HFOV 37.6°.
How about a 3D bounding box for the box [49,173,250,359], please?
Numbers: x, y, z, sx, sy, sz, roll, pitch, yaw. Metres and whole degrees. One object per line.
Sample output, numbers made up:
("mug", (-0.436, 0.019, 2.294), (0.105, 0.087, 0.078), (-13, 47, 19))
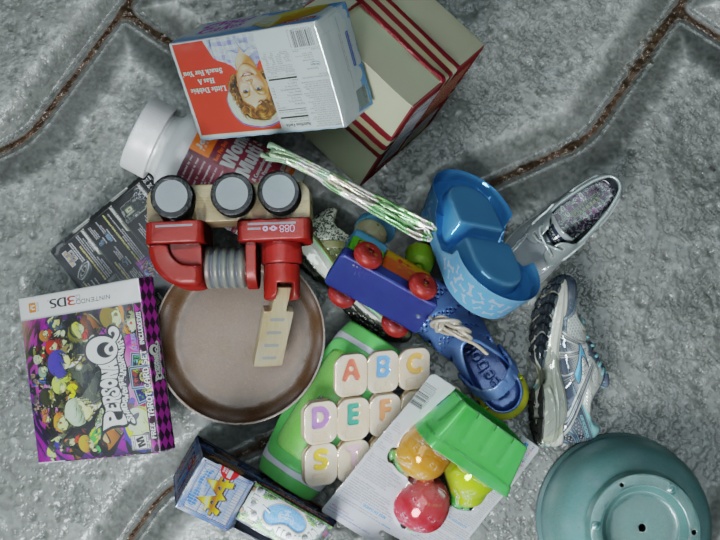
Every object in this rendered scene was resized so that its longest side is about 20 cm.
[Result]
("box", (-0.251, 0.004, 1.283), (0.160, 0.044, 0.200), (-40, 83, -3))

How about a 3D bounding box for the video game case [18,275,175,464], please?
("video game case", (-0.309, 0.118, 1.233), (0.180, 0.036, 0.202), (-8, 88, 25))

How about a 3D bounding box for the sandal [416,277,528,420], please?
("sandal", (0.125, 0.085, 1.237), (0.079, 0.087, 0.200), (-43, 79, -1))

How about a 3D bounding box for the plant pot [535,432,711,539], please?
("plant pot", (0.302, 0.283, 1.180), (0.198, 0.134, 0.202), (0, 82, 3))

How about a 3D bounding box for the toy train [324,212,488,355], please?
("toy train", (0.066, 0.015, 1.214), (0.199, 0.085, 0.116), (29, 40, -7))

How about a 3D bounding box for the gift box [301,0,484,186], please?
("gift box", (-0.005, -0.227, 1.225), (0.187, 0.200, 0.184), (44, 48, 3))

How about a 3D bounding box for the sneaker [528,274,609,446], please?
("sneaker", (0.247, 0.106, 1.246), (0.086, 0.078, 0.202), (4, 89, -10))

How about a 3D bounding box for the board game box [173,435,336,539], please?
("board game box", (-0.127, 0.255, 1.165), (0.199, 0.200, 0.062), (28, 83, 6))

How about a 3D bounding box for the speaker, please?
("speaker", (-0.035, 0.162, 1.234), (0.088, 0.088, 0.201), (32, 84, 6))

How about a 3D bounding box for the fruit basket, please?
("fruit basket", (0.081, 0.233, 1.202), (0.185, 0.094, 0.200), (35, 101, -25))

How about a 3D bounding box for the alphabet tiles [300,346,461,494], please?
("alphabet tiles", (0.027, 0.188, 1.211), (0.198, 0.015, 0.197), (-3, 100, -23))

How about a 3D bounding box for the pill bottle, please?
("pill bottle", (-0.173, -0.118, 1.247), (0.199, 0.110, 0.110), (27, 84, -7))

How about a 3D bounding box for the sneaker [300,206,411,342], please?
("sneaker", (0.000, 0.000, 1.264), (0.089, 0.077, 0.200), (-43, 85, -12))

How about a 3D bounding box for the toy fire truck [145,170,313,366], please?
("toy fire truck", (-0.137, 0.004, 1.156), (0.174, 0.129, 0.202), (-2, 84, 0))

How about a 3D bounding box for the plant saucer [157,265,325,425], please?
("plant saucer", (-0.139, 0.078, 1.231), (0.198, 0.032, 0.202), (0, 82, 2))

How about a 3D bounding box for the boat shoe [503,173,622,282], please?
("boat shoe", (0.230, -0.046, 1.258), (0.201, 0.072, 0.070), (-42, 84, -2))

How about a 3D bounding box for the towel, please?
("towel", (-0.009, -0.084, 1.153), (0.199, 0.153, 0.024), (26, 95, 1))

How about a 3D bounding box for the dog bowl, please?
("dog bowl", (0.133, -0.029, 1.225), (0.111, 0.050, 0.201), (8, 45, -31))

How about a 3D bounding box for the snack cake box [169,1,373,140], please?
("snack cake box", (-0.097, -0.210, 1.132), (0.199, 0.067, 0.116), (0, 120, 33))
